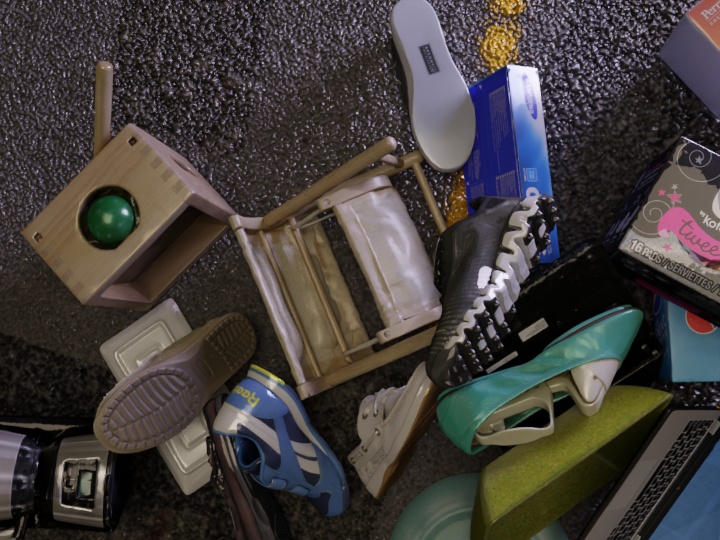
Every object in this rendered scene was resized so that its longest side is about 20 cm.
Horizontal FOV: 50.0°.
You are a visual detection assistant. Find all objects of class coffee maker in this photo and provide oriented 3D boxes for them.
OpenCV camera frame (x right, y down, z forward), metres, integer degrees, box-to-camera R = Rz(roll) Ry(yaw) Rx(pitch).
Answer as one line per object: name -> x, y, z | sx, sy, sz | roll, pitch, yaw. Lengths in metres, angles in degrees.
coffee maker -> -0.350, 0.204, 0.826 | 0.198, 0.192, 0.136 | 5, 107, -12

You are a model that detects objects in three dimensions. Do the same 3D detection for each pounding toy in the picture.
pounding toy -> -0.243, -0.075, 0.806 | 0.184, 0.200, 0.142 | -45, 81, 2

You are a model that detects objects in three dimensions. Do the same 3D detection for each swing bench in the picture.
swing bench -> 0.000, 0.000, 0.802 | 0.199, 0.130, 0.200 | -25, 83, 18

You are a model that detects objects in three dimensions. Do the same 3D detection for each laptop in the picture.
laptop -> 0.188, 0.091, 0.753 | 0.177, 0.103, 0.201 | -34, 100, 3
laptop -> 0.322, 0.236, 0.724 | 0.116, 0.199, 0.188 | 41, 111, 41

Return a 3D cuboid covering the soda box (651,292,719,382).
soda box -> 0.337, 0.011, 0.788 | 0.067, 0.064, 0.202 | -2, 84, 7

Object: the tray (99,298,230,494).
tray -> -0.208, 0.141, 0.872 | 0.107, 0.022, 0.201 | -34, 82, 3

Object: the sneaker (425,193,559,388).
sneaker -> 0.094, 0.010, 0.674 | 0.090, 0.067, 0.201 | 15, 63, 34

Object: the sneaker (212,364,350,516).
sneaker -> -0.080, 0.190, 0.786 | 0.082, 0.074, 0.201 | -46, 120, -28

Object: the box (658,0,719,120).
box -> 0.434, -0.213, 0.774 | 0.152, 0.106, 0.200 | -40, 82, 3

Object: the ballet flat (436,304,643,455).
ballet flat -> 0.163, 0.103, 0.663 | 0.199, 0.067, 0.071 | -27, 55, 5

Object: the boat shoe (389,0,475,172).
boat shoe -> 0.072, -0.195, 0.842 | 0.069, 0.066, 0.201 | -17, 78, -6

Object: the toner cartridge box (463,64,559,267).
toner cartridge box -> 0.151, -0.100, 0.805 | 0.043, 0.095, 0.202 | -2, 84, -28

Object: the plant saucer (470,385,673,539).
plant saucer -> 0.177, 0.188, 0.717 | 0.199, 0.200, 0.048 | -30, 60, -14

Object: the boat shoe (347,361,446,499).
boat shoe -> 0.027, 0.152, 0.772 | 0.069, 0.071, 0.201 | 37, 133, 18

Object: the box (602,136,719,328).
box -> 0.334, -0.016, 0.692 | 0.199, 0.132, 0.115 | 29, 91, 8

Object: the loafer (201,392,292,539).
loafer -> -0.133, 0.232, 0.819 | 0.063, 0.072, 0.201 | -21, 95, 8

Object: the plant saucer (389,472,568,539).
plant saucer -> 0.124, 0.316, 0.805 | 0.198, 0.036, 0.202 | -1, 85, 8

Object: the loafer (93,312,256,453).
loafer -> -0.194, 0.118, 0.813 | 0.200, 0.068, 0.076 | -37, 102, -36
